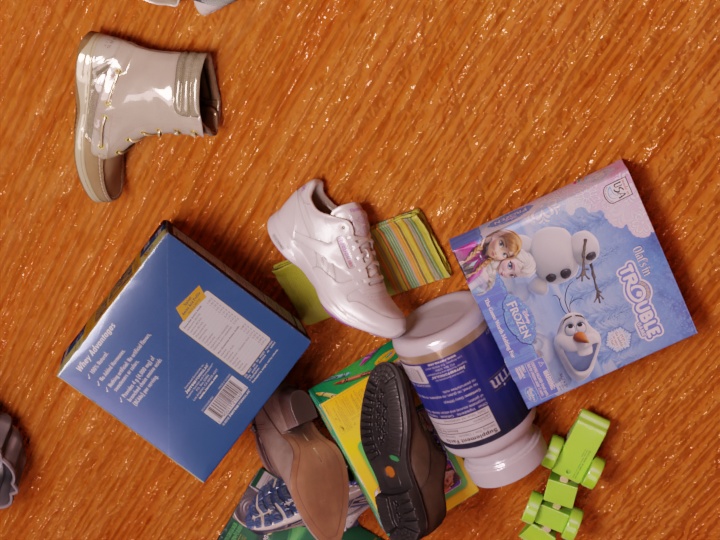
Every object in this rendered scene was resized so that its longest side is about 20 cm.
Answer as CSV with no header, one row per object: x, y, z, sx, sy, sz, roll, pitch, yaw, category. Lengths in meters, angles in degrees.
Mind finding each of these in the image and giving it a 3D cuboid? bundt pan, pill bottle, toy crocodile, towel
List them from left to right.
-0.519,0.220,1.964,0.200,0.076,0.203,10,136,10,bundt pan
0.000,0.000,1.717,0.199,0.018,0.086,-20,109,27,towel
0.125,0.133,1.690,0.115,0.116,0.201,-17,112,26,pill bottle
0.233,0.242,1.752,0.067,0.062,0.201,21,118,7,toy crocodile

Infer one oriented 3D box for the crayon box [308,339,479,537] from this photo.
0.039,0.197,1.753,0.118,0.058,0.201,-30,108,-9,crayon box

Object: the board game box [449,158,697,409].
0.223,0.017,1.598,0.198,0.043,0.201,-26,109,6,board game box

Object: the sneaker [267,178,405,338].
-0.015,-0.012,1.655,0.200,0.075,0.100,47,115,14,sneaker

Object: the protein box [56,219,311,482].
-0.196,0.086,1.703,0.200,0.135,0.199,37,91,-11,protein box

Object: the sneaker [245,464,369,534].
-0.041,0.282,1.836,0.199,0.077,0.085,-22,123,9,sneaker

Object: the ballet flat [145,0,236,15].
-0.185,-0.303,1.591,0.199,0.069,0.071,14,140,16,ballet flat

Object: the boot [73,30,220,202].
-0.232,-0.156,1.681,0.153,0.072,0.201,10,120,11,boot

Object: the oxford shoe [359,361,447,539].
0.052,0.196,1.699,0.072,0.084,0.202,-3,99,45,oxford shoe

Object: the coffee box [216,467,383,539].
-0.070,0.345,1.915,0.199,0.044,0.123,31,123,0,coffee box

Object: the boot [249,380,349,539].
-0.077,0.222,1.783,0.146,0.070,0.202,150,111,-65,boot
